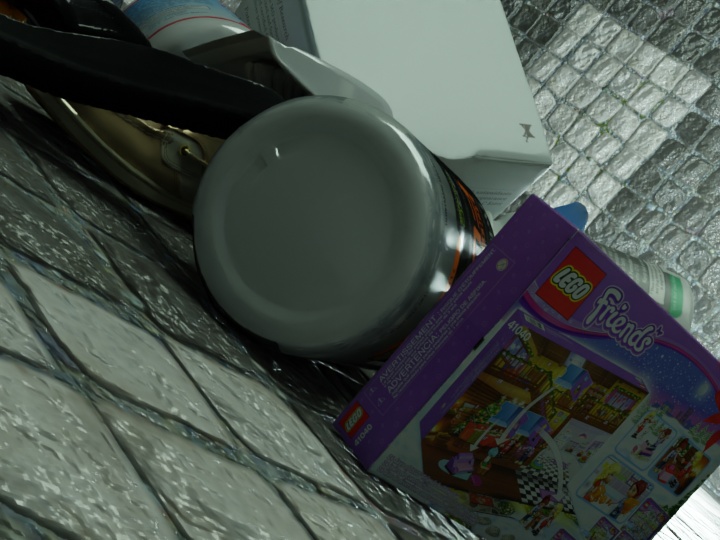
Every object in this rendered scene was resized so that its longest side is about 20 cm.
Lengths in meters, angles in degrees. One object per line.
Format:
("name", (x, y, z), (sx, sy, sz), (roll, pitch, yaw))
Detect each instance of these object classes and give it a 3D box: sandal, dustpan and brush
("sandal", (-0.132, -0.111, 0.617), (0.200, 0.048, 0.075), (16, -12, -20))
("dustpan and brush", (-0.007, -0.076, 0.774), (0.200, 0.057, 0.140), (20, -5, -26))

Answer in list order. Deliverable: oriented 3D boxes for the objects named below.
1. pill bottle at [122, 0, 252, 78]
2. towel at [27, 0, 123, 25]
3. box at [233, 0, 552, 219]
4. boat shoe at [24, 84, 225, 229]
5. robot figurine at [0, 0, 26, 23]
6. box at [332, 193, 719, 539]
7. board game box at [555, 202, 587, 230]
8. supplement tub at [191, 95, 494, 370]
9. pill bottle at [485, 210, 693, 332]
("pill bottle", (-0.124, -0.141, 0.904), (0.109, 0.109, 0.200), (38, 6, -27))
("towel", (-0.246, -0.243, 0.838), (0.200, 0.086, 0.166), (42, -11, -5))
("box", (0.018, -0.141, 1.017), (0.199, 0.131, 0.200), (2, 61, -30))
("boat shoe", (-0.099, -0.071, 0.719), (0.200, 0.069, 0.074), (36, 7, -43))
("robot figurine", (-0.233, -0.205, 0.666), (0.200, 0.058, 0.145), (55, 15, -37))
("box", (0.099, 0.070, 0.607), (0.200, 0.137, 0.039), (37, 7, -40))
("board game box", (0.136, 0.001, 1.243), (0.158, 0.200, 0.039), (-47, 114, -44))
("supplement tub", (0.003, -0.011, 0.662), (0.122, 0.123, 0.200), (42, 6, 16))
("pill bottle", (0.143, 0.022, 0.982), (0.200, 0.113, 0.113), (22, 8, -8))
